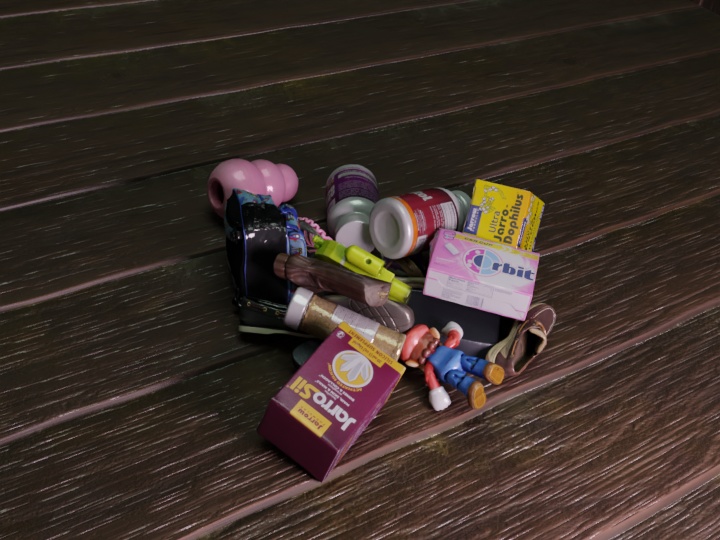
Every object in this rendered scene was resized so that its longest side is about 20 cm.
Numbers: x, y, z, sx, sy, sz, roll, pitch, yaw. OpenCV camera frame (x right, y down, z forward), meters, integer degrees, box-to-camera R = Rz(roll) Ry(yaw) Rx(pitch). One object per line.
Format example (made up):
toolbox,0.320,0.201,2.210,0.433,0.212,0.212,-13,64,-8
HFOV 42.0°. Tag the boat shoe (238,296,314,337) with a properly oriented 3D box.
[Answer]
boat shoe,-0.110,0.080,1.606,0.198,0.064,0.074,6,3,4

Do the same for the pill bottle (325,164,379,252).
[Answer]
pill bottle,-0.014,-0.116,1.864,0.111,0.113,0.201,4,35,-7

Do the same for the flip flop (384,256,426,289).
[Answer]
flip flop,0.101,0.005,1.744,0.197,0.058,0.081,10,1,19

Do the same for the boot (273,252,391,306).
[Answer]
boot,-0.022,0.024,1.565,0.198,0.065,0.186,12,-1,27

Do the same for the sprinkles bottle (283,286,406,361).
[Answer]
sprinkles bottle,-0.026,0.096,1.539,0.198,0.069,0.068,24,38,3

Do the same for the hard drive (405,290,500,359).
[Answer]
hard drive,0.155,0.097,1.686,0.197,0.043,0.136,13,37,4

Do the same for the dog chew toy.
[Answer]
dog chew toy,-0.209,-0.168,1.895,0.198,0.126,0.124,-14,42,-41

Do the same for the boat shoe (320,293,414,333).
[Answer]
boat shoe,0.011,0.065,1.636,0.198,0.076,0.073,7,24,31

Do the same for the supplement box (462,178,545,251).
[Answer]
supplement box,0.278,-0.099,1.795,0.108,0.110,0.200,15,3,19

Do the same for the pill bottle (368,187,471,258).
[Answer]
pill bottle,0.120,-0.094,1.767,0.198,0.114,0.113,-15,42,-40

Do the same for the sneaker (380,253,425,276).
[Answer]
sneaker,0.078,-0.071,1.851,0.079,0.089,0.201,-2,40,-16

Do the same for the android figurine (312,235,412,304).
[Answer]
android figurine,0.000,0.000,1.646,0.198,0.182,0.041,31,80,9

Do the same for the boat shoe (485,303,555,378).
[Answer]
boat shoe,0.297,0.123,1.639,0.071,0.073,0.199,-8,22,48

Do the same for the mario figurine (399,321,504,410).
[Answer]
mario figurine,0.147,0.159,1.570,0.122,0.107,0.199,-16,32,-39

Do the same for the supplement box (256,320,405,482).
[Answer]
supplement box,-0.043,0.196,1.429,0.130,0.104,0.200,36,48,9

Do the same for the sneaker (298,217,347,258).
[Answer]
sneaker,-0.094,-0.028,1.779,0.199,0.080,0.095,32,54,29

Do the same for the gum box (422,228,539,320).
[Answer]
gum box,0.210,0.004,1.672,0.197,0.067,0.114,15,44,7

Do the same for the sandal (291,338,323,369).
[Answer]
sandal,-0.024,0.154,1.583,0.198,0.043,0.077,-2,45,-30

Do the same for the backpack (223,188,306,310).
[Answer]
backpack,-0.179,-0.051,1.696,0.133,0.185,0.201,-6,34,-13
